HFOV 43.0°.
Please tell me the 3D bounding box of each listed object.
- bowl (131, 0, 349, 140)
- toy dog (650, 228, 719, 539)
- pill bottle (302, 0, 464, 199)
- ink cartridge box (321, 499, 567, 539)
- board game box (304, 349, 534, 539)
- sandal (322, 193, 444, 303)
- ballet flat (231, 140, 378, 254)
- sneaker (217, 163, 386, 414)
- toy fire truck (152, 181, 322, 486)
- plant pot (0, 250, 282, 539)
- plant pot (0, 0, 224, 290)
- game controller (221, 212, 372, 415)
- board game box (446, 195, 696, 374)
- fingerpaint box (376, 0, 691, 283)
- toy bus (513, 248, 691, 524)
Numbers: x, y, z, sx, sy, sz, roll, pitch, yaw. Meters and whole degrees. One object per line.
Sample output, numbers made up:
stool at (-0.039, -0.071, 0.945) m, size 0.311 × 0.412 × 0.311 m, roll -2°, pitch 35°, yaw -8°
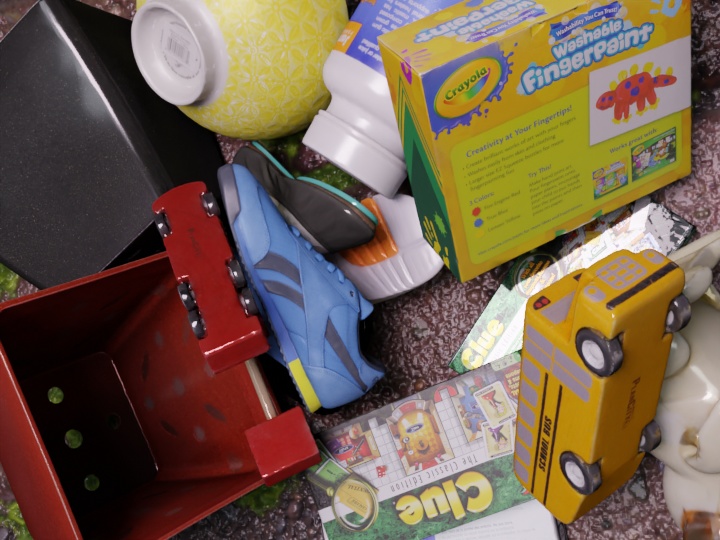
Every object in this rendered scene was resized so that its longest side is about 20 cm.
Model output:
bowl at (-0.116, -0.187, 0.725) m, size 0.198 × 0.107 × 0.203 m, roll 22°, pitch 129°, yaw 30°
toy dog at (0.230, 0.103, 0.632) m, size 0.193 × 0.139 × 0.202 m, roll -32°, pitch 87°, yaw 29°
pill bottle at (0.040, -0.161, 0.684) m, size 0.111 × 0.112 × 0.202 m, roll 33°, pitch 94°, yaw 17°
ink cartridge box at (0.068, 0.223, 0.741) m, size 0.195 × 0.043 × 0.204 m, roll -13°, pitch 85°, yaw 19°
board game box at (0.053, 0.147, 0.708) m, size 0.198 × 0.023 × 0.106 m, roll -25°, pitch 84°, yaw 17°
sandal at (-0.003, -0.008, 0.772) m, size 0.205 × 0.059 × 0.080 m, roll -22°, pitch 82°, yaw 39°
ballet flat at (-0.057, -0.045, 0.735) m, size 0.069 × 0.068 × 0.199 m, roll -51°, pitch 36°, yaw -4°
sneaker at (-0.041, 0.007, 0.672) m, size 0.077 × 0.066 × 0.202 m, roll -23°, pitch 108°, yaw -2°
toy fire truck at (-0.094, 0.047, 0.694) m, size 0.048 × 0.142 × 0.202 m, roll -23°, pitch 59°, yaw -6°
plant pot at (-0.206, 0.120, 0.753) m, size 0.175 × 0.198 × 0.203 m, roll -28°, pitch 85°, yaw 46°
plant pot at (-0.230, -0.085, 0.789) m, size 0.199 × 0.199 × 0.178 m, roll -39°, pitch 85°, yaw 14°
game controller at (-0.076, 0.033, 0.770) m, size 0.199 × 0.042 × 0.106 m, roll 32°, pitch 119°, yaw 28°
board game box at (0.165, 0.023, 0.726) m, size 0.104 × 0.023 × 0.202 m, roll 35°, pitch 99°, yaw 15°
fingerpaint box at (0.126, -0.112, 0.633) m, size 0.198 × 0.168 × 0.074 m, roll -25°, pitch 38°, yaw -10°
toy bus at (0.143, 0.071, 0.570) m, size 0.064 × 0.202 × 0.078 m, roll -26°, pitch 45°, yaw -23°
